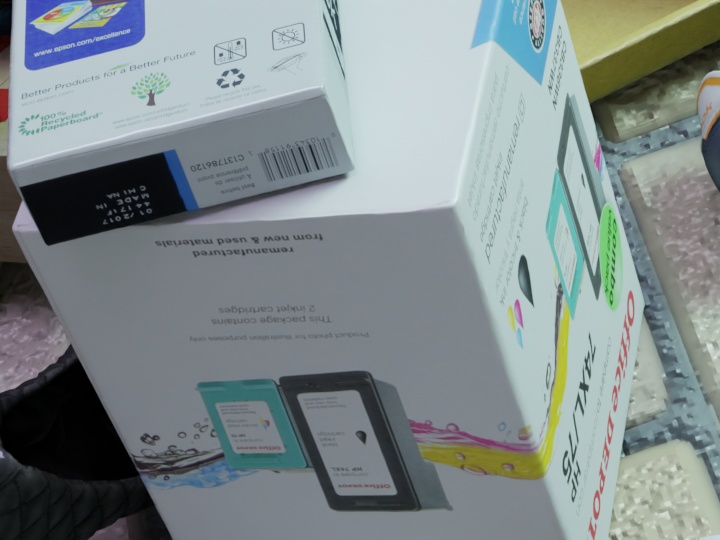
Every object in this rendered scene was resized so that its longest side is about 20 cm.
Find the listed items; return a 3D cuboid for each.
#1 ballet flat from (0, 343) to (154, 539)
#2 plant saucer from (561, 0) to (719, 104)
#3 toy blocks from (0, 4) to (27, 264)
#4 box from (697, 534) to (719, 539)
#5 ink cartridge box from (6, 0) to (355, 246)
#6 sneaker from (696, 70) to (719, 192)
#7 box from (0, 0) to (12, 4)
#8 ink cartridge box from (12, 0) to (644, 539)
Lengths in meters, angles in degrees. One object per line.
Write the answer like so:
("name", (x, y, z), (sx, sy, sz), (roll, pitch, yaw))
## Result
("ballet flat", (-0.087, 0.054, 0.922), (0.057, 0.067, 0.200), (-39, 1, 31))
("plant saucer", (0.106, -0.146, 1.088), (0.199, 0.049, 0.200), (-26, 44, -3))
("toy blocks", (-0.131, -0.062, 1.086), (0.199, 0.100, 0.137), (3, 35, 37))
("box", (0.173, 0.157, 0.770), (0.136, 0.038, 0.201), (-11, 45, 13))
("ink cartridge box", (-0.058, -0.098, 0.825), (0.099, 0.039, 0.201), (-13, 46, 9))
("sneaker", (0.215, -0.083, 0.958), (0.199, 0.079, 0.080), (-24, 47, 0))
("box", (-0.144, -0.137, 1.119), (0.198, 0.137, 0.039), (2, 90, 18))
("ink cartridge box", (0.000, 0.000, 0.880), (0.145, 0.201, 0.147), (-3, 47, 19))
